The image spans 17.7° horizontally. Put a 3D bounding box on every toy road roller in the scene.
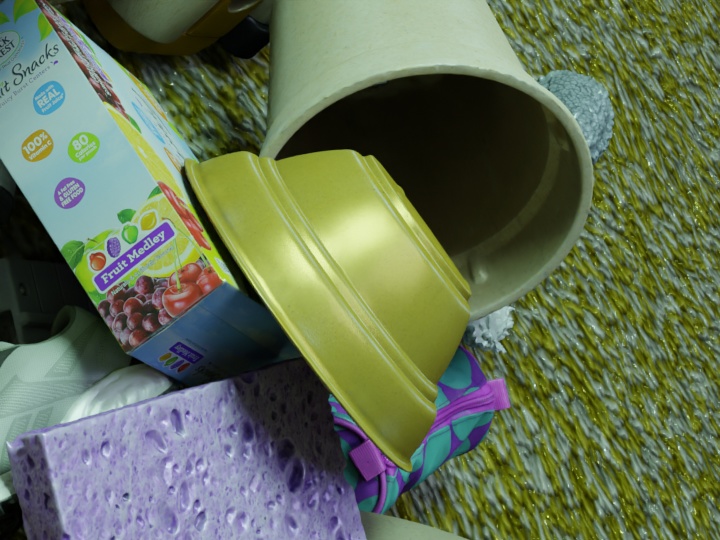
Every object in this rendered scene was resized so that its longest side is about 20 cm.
[{"bbox_3d":[-0.099,-0.222,1.436,0.146,0.123,0.200,57,25,11],"label":"toy road roller"}]

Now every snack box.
[{"bbox_3d":[-0.117,-0.033,1.207,0.200,0.068,0.169,56,6,22],"label":"snack box"}]

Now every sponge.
[{"bbox_3d":[-0.080,0.113,1.125,0.200,0.030,0.112,-14,91,-50],"label":"sponge"}]

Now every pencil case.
[{"bbox_3d":[0.014,0.102,1.409,0.200,0.092,0.085,-29,106,-64],"label":"pencil case"}]

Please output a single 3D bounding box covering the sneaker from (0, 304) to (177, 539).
[{"bbox_3d":[-0.178,0.084,1.115,0.079,0.074,0.200,47,42,4],"label":"sneaker"}]

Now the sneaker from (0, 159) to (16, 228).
[{"bbox_3d":[-0.244,-0.037,1.117,0.200,0.073,0.080,17,80,-57],"label":"sneaker"}]

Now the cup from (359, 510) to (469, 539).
[{"bbox_3d":[0.014,0.215,1.260,0.143,0.200,0.200,42,28,8],"label":"cup"}]

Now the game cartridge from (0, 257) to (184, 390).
[{"bbox_3d":[-0.133,0.093,1.231,0.129,0.038,0.201,3,67,-54],"label":"game cartridge"}]

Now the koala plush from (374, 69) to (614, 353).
[{"bbox_3d":[0.050,-0.028,1.499,0.200,0.177,0.184,-61,166,-50],"label":"koala plush"}]

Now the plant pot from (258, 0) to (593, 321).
[{"bbox_3d":[0.020,-0.098,1.359,0.200,0.200,0.184,42,24,-38],"label":"plant pot"}]

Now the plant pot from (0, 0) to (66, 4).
[{"bbox_3d":[-0.168,-0.239,1.257,0.200,0.200,0.184,-32,108,-61],"label":"plant pot"}]

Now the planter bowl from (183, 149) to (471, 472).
[{"bbox_3d":[0.000,0.000,1.197,0.201,0.083,0.200,55,4,-5],"label":"planter bowl"}]

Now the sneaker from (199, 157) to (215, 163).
[{"bbox_3d":[-0.081,0.021,1.345,0.099,0.071,0.201,32,45,-32],"label":"sneaker"}]
